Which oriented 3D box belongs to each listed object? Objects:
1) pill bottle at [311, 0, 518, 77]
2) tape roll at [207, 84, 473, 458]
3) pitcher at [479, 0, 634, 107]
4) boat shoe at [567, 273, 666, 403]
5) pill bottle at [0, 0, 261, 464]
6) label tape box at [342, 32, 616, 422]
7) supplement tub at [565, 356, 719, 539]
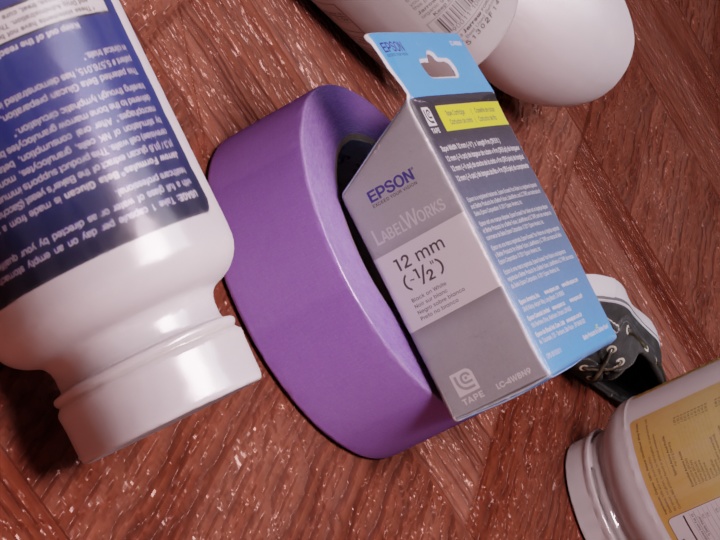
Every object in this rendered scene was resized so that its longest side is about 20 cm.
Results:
[{"bbox_3d":[0.008,-0.216,1.315,0.200,0.114,0.115,39,32,-45],"label":"pill bottle"},{"bbox_3d":[0.000,0.000,1.118,0.200,0.066,0.200,47,26,-32],"label":"tape roll"},{"bbox_3d":[0.111,-0.221,1.559,0.200,0.121,0.172,26,33,-38],"label":"pitcher"},{"bbox_3d":[0.173,0.052,1.437,0.200,0.069,0.057,27,41,-58],"label":"boat shoe"},{"bbox_3d":[-0.120,-0.028,0.825,0.200,0.111,0.111,64,22,3],"label":"pill bottle"},{"bbox_3d":[0.053,-0.028,1.100,0.200,0.066,0.143,62,22,5],"label":"label tape box"},{"bbox_3d":[0.252,0.131,1.342,0.145,0.200,0.145,46,28,-33],"label":"supplement tub"}]
